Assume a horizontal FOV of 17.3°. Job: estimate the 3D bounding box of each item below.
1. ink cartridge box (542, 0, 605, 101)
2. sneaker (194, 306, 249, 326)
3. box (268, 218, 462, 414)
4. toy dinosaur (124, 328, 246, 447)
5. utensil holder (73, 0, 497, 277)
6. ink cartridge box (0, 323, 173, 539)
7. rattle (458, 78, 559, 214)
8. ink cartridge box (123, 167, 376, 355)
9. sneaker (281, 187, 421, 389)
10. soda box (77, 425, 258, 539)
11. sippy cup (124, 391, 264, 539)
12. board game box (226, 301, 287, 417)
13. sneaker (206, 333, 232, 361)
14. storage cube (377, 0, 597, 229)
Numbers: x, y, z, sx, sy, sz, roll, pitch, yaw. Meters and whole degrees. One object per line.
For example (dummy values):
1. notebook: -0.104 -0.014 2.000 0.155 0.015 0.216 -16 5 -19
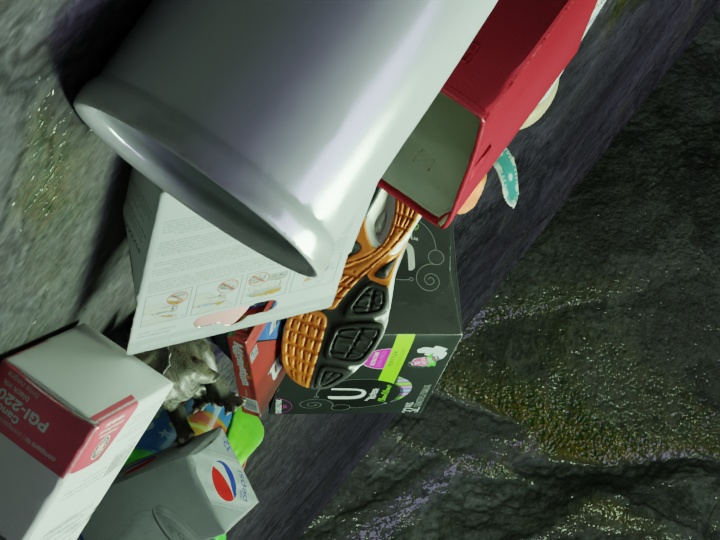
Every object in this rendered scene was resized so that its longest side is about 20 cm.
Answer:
1. ink cartridge box: 0.140 -0.206 1.858 0.116 0.067 0.200 -38 163 -48
2. sneaker: -0.082 -0.003 1.712 0.075 0.105 0.200 -6 138 -30
3. box: -0.002 0.037 2.086 0.200 0.148 0.125 111 -23 -66
4. toy dinosaur: -0.141 0.068 1.795 0.077 0.102 0.200 -30 -169 13
5. utensil holder: -0.036 -0.124 1.335 0.200 0.170 0.170 -54 172 -8
6. ink cartridge box: -0.231 0.147 1.611 0.200 0.085 0.146 -59 171 16
7. rattle: 0.118 -0.167 2.043 0.143 0.130 0.200 -45 -155 54
8. ink cartridge box: -0.079 -0.029 1.587 0.162 0.057 0.200 -13 155 -21
9. sneaker: 0.000 0.000 1.867 0.092 0.076 0.200 -59 174 -85
10. soda box: -0.180 0.188 1.794 0.200 0.068 0.063 -22 -173 27
11. sippy cup: -0.155 0.161 1.974 0.130 0.177 0.140 -62 150 -41
12. board game box: -0.049 0.009 1.876 0.103 0.019 0.200 84 29 -53
13. sneaker: -0.063 0.012 1.940 0.074 0.088 0.200 -18 150 -37
14. storage cube: 0.050 -0.171 1.601 0.180 0.171 0.200 -53 171 -23
